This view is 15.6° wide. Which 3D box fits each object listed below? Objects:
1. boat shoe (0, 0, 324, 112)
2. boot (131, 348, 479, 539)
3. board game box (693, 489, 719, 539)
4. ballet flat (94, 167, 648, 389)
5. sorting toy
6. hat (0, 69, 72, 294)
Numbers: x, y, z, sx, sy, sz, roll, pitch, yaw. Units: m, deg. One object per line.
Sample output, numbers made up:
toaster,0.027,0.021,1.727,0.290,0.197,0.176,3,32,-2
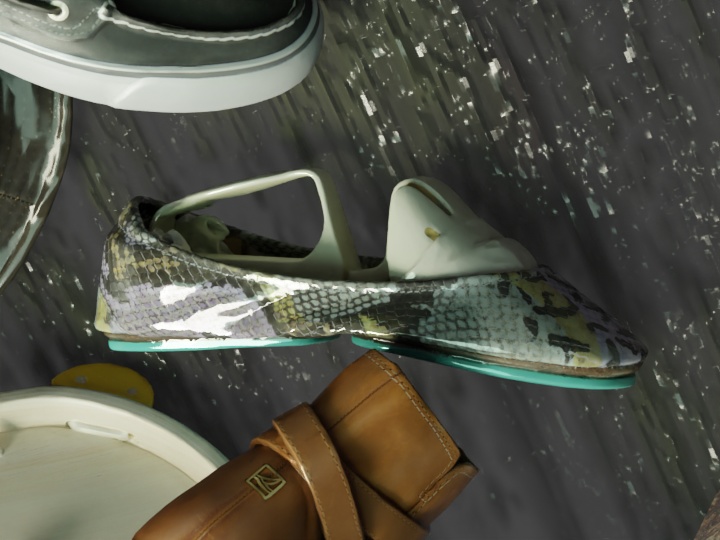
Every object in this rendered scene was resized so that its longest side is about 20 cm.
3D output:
boat shoe,-0.108,-0.103,0.843,0.200,0.069,0.057,13,145,-3
boot,-0.026,0.110,0.898,0.077,0.155,0.200,41,171,27
board game box,0.222,0.131,0.839,0.200,0.097,0.159,46,128,-6
ballet flat,0.000,0.000,0.891,0.200,0.072,0.072,4,121,23
sorting toy,-0.140,0.139,1.005,0.200,0.107,0.180,-9,136,-12
hat,-0.189,-0.034,0.895,0.200,0.081,0.201,-5,115,-10
